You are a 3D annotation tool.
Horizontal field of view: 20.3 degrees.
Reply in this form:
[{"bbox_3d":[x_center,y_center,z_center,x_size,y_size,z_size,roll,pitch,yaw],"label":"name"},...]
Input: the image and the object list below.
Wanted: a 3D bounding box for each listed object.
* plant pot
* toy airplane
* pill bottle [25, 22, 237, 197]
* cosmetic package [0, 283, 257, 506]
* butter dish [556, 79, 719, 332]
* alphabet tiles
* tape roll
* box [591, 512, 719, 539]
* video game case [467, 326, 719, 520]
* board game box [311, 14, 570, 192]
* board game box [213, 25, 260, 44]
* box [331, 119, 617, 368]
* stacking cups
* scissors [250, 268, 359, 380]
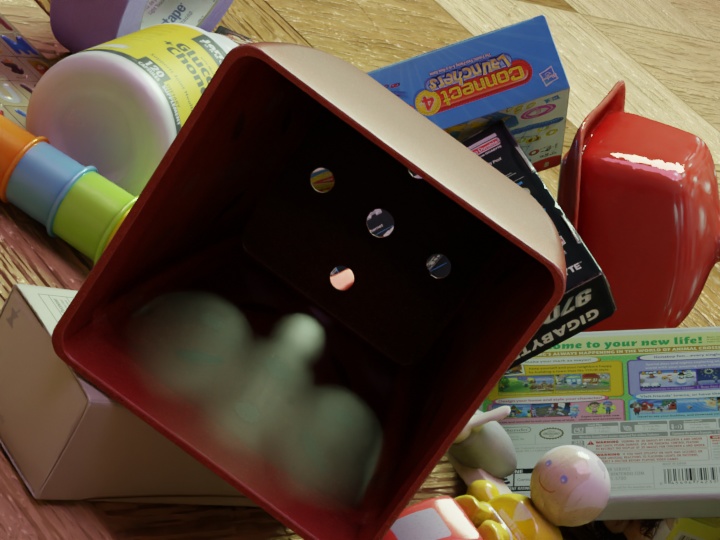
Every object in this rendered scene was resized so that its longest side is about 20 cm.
[{"bbox_3d":[-0.010,-0.002,1.075,0.199,0.200,0.176,36,21,2],"label":"plant pot"},{"bbox_3d":[0.103,0.160,1.128,0.199,0.142,0.199,31,22,1],"label":"toy airplane"},{"bbox_3d":[-0.145,-0.114,1.421,0.112,0.112,0.200,34,23,7],"label":"pill bottle"},{"bbox_3d":[-0.108,0.074,1.136,0.199,0.073,0.104,8,32,-42],"label":"cosmetic package"},{"bbox_3d":[0.233,-0.031,1.568,0.147,0.201,0.199,9,18,16],"label":"butter dish"},{"bbox_3d":[-0.289,-0.157,1.471,0.200,0.006,0.166,43,26,27],"label":"alphabet tiles"},{"bbox_3d":[-0.152,-0.240,1.557,0.065,0.201,0.200,35,23,11],"label":"tape roll"},{"bbox_3d":[0.185,0.136,1.365,0.050,0.076,0.200,21,24,-23],"label":"box"},{"bbox_3d":[0.172,0.099,1.326,0.199,0.022,0.182,-3,34,7],"label":"video game case"},{"bbox_3d":[0.045,-0.095,1.422,0.200,0.195,0.056,70,1,-77],"label":"board game box"},{"bbox_3d":[-0.035,-0.142,1.654,0.199,0.035,0.136,21,12,-5],"label":"board game box"},{"bbox_3d":[0.042,0.008,1.297,0.159,0.199,0.046,61,-2,42],"label":"box"},{"bbox_3d":[-0.200,-0.058,1.305,0.200,0.061,0.060,35,23,9],"label":"stacking cups"},{"bbox_3d":[0.000,0.000,1.218,0.073,0.014,0.200,36,47,4],"label":"scissors"}]
